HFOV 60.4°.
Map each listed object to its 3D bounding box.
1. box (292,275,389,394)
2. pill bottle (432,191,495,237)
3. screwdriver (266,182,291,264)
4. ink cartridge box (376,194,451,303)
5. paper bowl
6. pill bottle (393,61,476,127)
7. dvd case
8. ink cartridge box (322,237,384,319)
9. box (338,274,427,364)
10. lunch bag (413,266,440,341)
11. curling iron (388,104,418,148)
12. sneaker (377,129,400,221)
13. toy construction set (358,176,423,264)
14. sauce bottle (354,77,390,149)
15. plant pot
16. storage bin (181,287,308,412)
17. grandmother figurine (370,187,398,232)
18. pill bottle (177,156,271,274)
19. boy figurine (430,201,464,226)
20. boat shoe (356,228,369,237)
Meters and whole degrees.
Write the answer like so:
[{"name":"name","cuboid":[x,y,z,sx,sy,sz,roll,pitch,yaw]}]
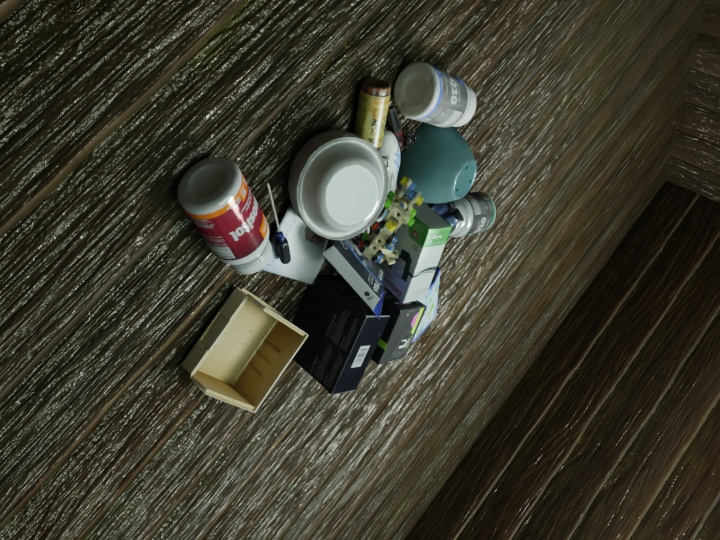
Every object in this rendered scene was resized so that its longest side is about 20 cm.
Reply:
[{"name":"box","cuboid":[-0.059,0.144,1.424,0.103,0.180,0.204,5,115,-55]},{"name":"pill bottle","cuboid":[0.281,-0.154,1.704,0.197,0.112,0.116,-13,128,-48]},{"name":"screwdriver","cuboid":[-0.161,-0.085,1.190,0.203,0.027,0.030,81,22,-50]},{"name":"ink cartridge box","cuboid":[0.110,-0.049,1.432,0.081,0.146,0.204,-10,129,-39]},{"name":"paper bowl","cuboid":[-0.035,-0.159,1.200,0.195,0.104,0.207,-11,116,-22]},{"name":"pill bottle","cuboid":[0.169,-0.377,1.352,0.198,0.113,0.116,-5,122,-53]},{"name":"dvd case","cuboid":[-0.129,-0.052,1.311,0.198,0.017,0.145,19,101,-58]},{"name":"ink cartridge box","cuboid":[0.000,0.000,1.338,0.039,0.100,0.201,-29,114,26]},{"name":"box","cuboid":[0.034,0.105,1.500,0.123,0.198,0.152,-3,120,-52]},{"name":"lunch bag","cuboid":[0.140,0.092,1.710,0.197,0.127,0.173,-26,137,-26]},{"name":"curling iron","cuboid":[0.085,-0.314,1.339,0.050,0.026,0.200,-44,161,5]},{"name":"sneaker","cuboid":[0.047,-0.201,1.346,0.073,0.070,0.206,-81,179,-71]},{"name":"toy construction set","cuboid":[0.059,-0.090,1.318,0.132,0.090,0.203,-64,176,-49]},{"name":"sauce bottle","cuboid":[0.018,-0.285,1.270,0.065,0.065,0.205,-26,137,-39]},{"name":"plant pot","cuboid":[0.203,-0.246,1.494,0.198,0.133,0.204,-35,142,-32]},{"name":"storage bin","cuboid":[-0.236,0.163,1.277,0.202,0.093,0.199,-54,149,-5]},{"name":"grandmother figurine","cuboid":[0.069,-0.138,1.477,0.122,0.059,0.203,-51,152,-28]},{"name":"pill bottle","cuboid":[-0.223,-0.086,1.061,0.113,0.112,0.202,-46,147,-17]},{"name":"boy figurine","cuboid":[0.164,-0.112,1.588,0.197,0.126,0.064,-30,-175,10]},{"name":"boat shoe","cuboid":[-0.026,-0.144,1.326,0.061,0.072,0.203,-27,138,-10]}]
